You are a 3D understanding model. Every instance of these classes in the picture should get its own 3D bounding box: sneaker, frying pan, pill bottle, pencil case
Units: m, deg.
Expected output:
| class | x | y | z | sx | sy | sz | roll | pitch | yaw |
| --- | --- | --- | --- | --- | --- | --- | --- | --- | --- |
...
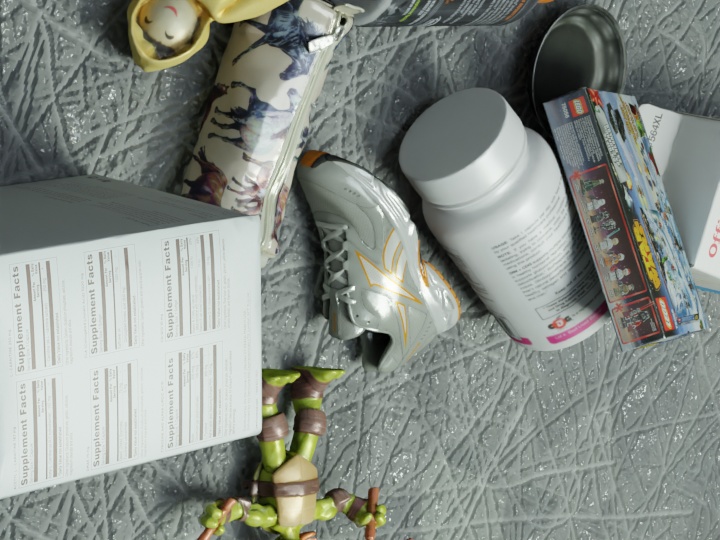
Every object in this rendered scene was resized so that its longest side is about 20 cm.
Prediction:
| class | x | y | z | sx | sy | sz | roll | pitch | yaw |
| --- | --- | --- | --- | --- | --- | --- | --- | --- | --- |
| sneaker | 0.000 | 0.000 | 1.491 | 0.092 | 0.076 | 0.200 | -47 | 126 | -18 |
| frying pan | 0.187 | -0.131 | 1.652 | 0.115 | 0.031 | 0.191 | -41 | 128 | -27 |
| pill bottle | 0.069 | -0.233 | 1.472 | 0.199 | 0.106 | 0.107 | -6 | 104 | -41 |
| pencil case | -0.067 | -0.103 | 1.393 | 0.078 | 0.089 | 0.201 | 19 | 88 | -40 |
| pill bottle | 0.118 | -0.040 | 1.557 | 0.114 | 0.113 | 0.200 | -53 | 129 | -19 |

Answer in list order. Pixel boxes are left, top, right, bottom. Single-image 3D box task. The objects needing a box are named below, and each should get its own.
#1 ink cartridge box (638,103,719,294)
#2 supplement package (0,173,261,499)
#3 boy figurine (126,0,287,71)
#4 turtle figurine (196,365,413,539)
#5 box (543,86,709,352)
| class | x | y | z | sx | sy | sz | roll | pitch | yaw |
| --- | --- | --- | --- | --- | --- | --- | --- | --- | --- |
| ink cartridge box | 0.298 | -0.055 | 1.705 | 0.199 | 0.125 | 0.129 | 17 | 89 | -43 |
| supplement package | -0.196 | 0.033 | 1.242 | 0.199 | 0.191 | 0.148 | -11 | 106 | -39 |
| boy figurine | -0.093 | -0.219 | 1.331 | 0.124 | 0.064 | 0.200 | 41 | 96 | -11 |
| turtle figurine | -0.045 | 0.154 | 1.491 | 0.199 | 0.064 | 0.163 | 1 | 92 | -33 |
| box | 0.209 | -0.040 | 1.563 | 0.137 | 0.040 | 0.201 | -3 | 75 | -66 |
